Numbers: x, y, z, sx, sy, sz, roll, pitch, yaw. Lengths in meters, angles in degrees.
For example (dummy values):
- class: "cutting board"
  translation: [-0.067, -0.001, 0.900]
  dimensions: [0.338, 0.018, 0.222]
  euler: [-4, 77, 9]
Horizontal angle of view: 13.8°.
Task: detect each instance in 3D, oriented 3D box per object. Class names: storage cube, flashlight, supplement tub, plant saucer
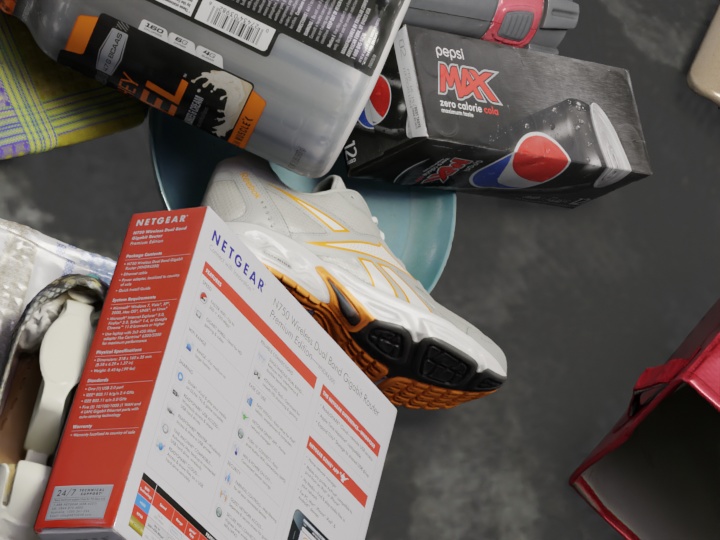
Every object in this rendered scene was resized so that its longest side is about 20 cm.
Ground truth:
- class: "storage cube"
  translation: [0.256, 0.091, 1.639]
  dimensions: [0.200, 0.171, 0.180]
  euler: [42, 60, 2]
- class: "flashlight"
  translation: [0.034, -0.159, 1.668]
  dimensions: [0.199, 0.068, 0.068]
  euler: [6, 70, -41]
- class: "supplement tub"
  translation: [-0.083, -0.140, 1.517]
  dimensions: [0.199, 0.123, 0.123]
  euler: [25, 58, -4]
- class: "plant saucer"
  translation: [-0.035, -0.055, 1.619]
  dimensions: [0.199, 0.027, 0.201]
  euler: [14, 64, -31]

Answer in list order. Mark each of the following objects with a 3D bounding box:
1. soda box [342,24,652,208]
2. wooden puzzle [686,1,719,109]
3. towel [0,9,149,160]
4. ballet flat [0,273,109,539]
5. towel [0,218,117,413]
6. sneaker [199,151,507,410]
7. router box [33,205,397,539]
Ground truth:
- class: "soda box"
  translation: [0.074, -0.083, 1.655]
  dimensions: [0.199, 0.063, 0.071]
  euler: [5, 67, -47]
- class: "wooden puzzle"
  translation: [0.305, -0.118, 1.865]
  dimensions: [0.200, 0.046, 0.186]
  euler: [35, 55, -11]
- class: "towel"
  translation: [-0.206, -0.121, 1.531]
  dimensions: [0.199, 0.023, 0.144]
  euler: [-19, 83, -42]
- class: "ballet flat"
  translation: [-0.157, 0.089, 1.433]
  dimensions: [0.072, 0.072, 0.201]
  euler: [24, 65, -23]
- class: "towel"
  translation: [-0.161, 0.053, 1.500]
  dimensions: [0.199, 0.024, 0.148]
  euler: [22, 63, -22]
- class: "sneaker"
  translation: [0.000, 0.000, 1.562]
  dimensions: [0.199, 0.076, 0.092]
  euler: [29, 53, -25]
- class: "router box"
  translation: [-0.066, 0.098, 1.473]
  dimensions: [0.200, 0.049, 0.180]
  euler: [49, 46, -44]
